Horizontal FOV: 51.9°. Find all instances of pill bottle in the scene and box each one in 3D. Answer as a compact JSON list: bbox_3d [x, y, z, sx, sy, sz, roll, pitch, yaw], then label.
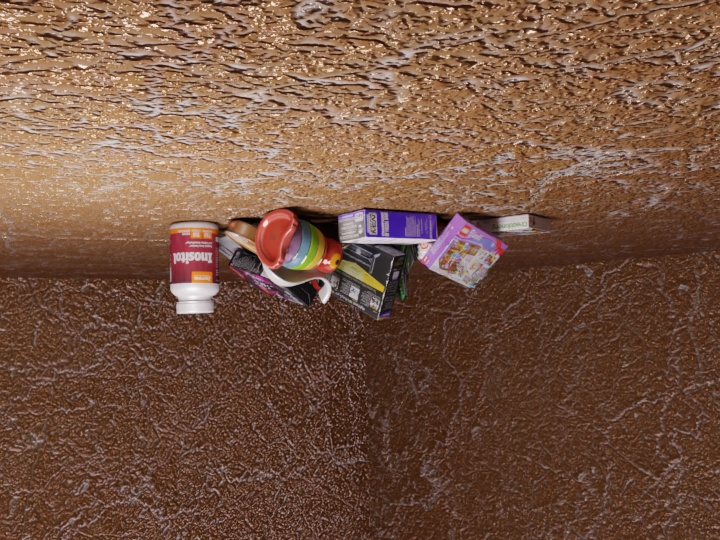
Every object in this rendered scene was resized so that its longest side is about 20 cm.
[{"bbox_3d":[-0.377,-0.005,1.688,0.111,0.204,0.113,-2,176,0],"label":"pill bottle"}]

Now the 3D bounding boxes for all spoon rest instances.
[{"bbox_3d":[-0.136,0.010,1.626,0.061,0.100,0.199,-44,135,20],"label":"spoon rest"}]

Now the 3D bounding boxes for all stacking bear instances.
[{"bbox_3d":[-0.117,-0.049,1.582,0.198,0.123,0.113,19,-177,-44],"label":"stacking bear"}]

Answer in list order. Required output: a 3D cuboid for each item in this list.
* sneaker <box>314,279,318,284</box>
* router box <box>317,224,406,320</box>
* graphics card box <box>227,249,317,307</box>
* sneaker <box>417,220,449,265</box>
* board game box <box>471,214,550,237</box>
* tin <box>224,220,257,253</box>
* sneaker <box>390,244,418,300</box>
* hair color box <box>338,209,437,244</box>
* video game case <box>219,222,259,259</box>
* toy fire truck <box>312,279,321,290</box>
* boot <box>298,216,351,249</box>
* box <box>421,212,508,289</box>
[{"bbox_3d":[-0.077,0.006,1.910,0.070,0.084,0.199,15,-174,-31],"label":"sneaker"},{"bbox_3d":[0.000,0.000,1.728,0.199,0.160,0.052,28,-156,33],"label":"router box"},{"bbox_3d":[-0.209,0.018,1.761,0.198,0.051,0.125,15,160,39],"label":"graphics card box"},{"bbox_3d":[0.186,-0.063,1.804,0.066,0.110,0.201,-3,176,25],"label":"sneaker"},{"bbox_3d":[0.350,-0.105,1.817,0.198,0.035,0.125,-5,174,39],"label":"board game box"},{"bbox_3d":[-0.216,-0.054,1.681,0.199,0.042,0.111,32,163,-29],"label":"tin"},{"bbox_3d":[0.108,-0.021,1.786,0.084,0.203,0.078,-11,-154,-23],"label":"sneaker"},{"bbox_3d":[0.061,-0.094,1.638,0.197,0.066,0.109,-1,177,-35],"label":"hair color box"},{"bbox_3d":[-0.247,-0.040,1.817,0.180,0.024,0.200,-10,142,40],"label":"video game case"},{"bbox_3d":[-0.121,-0.018,2.113,0.196,0.131,0.176,-8,-159,7],"label":"toy fire truck"},{"bbox_3d":[-0.116,-0.079,1.662,0.196,0.076,0.097,3,177,5],"label":"boot"},{"bbox_3d":[0.247,-0.042,1.737,0.199,0.137,0.039,22,-159,-47],"label":"box"}]
